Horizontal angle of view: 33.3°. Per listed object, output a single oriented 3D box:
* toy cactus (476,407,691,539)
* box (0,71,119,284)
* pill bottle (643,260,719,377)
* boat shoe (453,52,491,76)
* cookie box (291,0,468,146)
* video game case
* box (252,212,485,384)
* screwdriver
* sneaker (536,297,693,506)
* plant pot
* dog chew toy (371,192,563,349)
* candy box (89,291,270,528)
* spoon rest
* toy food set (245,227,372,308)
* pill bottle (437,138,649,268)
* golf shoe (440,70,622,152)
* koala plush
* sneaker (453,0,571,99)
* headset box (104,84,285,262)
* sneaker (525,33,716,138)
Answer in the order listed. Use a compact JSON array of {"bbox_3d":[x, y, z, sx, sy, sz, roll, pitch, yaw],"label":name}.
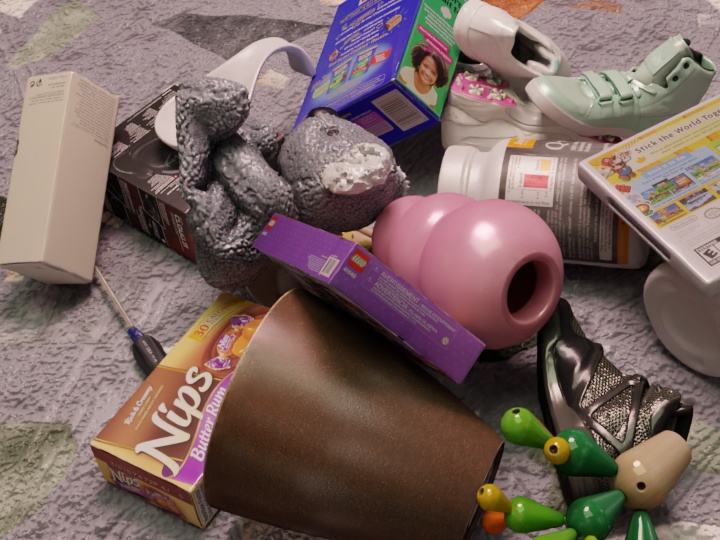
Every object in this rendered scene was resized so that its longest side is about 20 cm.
[{"bbox_3d":[0.180,0.179,0.886,0.164,0.103,0.201,-30,75,-30],"label":"toy cactus"},{"bbox_3d":[-0.307,-0.093,1.229,0.067,0.082,0.204,-2,73,29],"label":"box"},{"bbox_3d":[0.352,-0.006,1.057,0.199,0.114,0.113,-36,49,-24],"label":"pill bottle"},{"bbox_3d":[0.084,-0.254,1.398,0.198,0.067,0.073,28,55,33],"label":"boat shoe"},{"bbox_3d":[0.028,-0.228,1.297,0.170,0.075,0.202,-20,43,45],"label":"cookie box"},{"bbox_3d":[0.319,-0.077,1.036,0.198,0.023,0.182,-26,47,-14],"label":"video game case"},{"bbox_3d":[0.001,0.017,0.966,0.039,0.136,0.200,-54,23,-5],"label":"box"},{"bbox_3d":[-0.231,0.051,1.179,0.029,0.028,0.200,-50,48,2],"label":"screwdriver"},{"bbox_3d":[0.207,0.102,1.005,0.112,0.077,0.201,-8,45,-2],"label":"sneaker"},{"bbox_3d":[0.006,0.137,0.948,0.197,0.189,0.188,21,51,14],"label":"plant pot"},{"bbox_3d":[0.082,-0.011,1.040,0.124,0.126,0.199,-33,33,-22],"label":"dog chew toy"},{"bbox_3d":[-0.130,0.118,1.067,0.115,0.057,0.200,19,50,27],"label":"candy box"},{"bbox_3d":[-0.132,-0.189,1.268,0.099,0.061,0.199,27,53,34],"label":"spoon rest"},{"bbox_3d":[0.000,0.000,1.158,0.198,0.061,0.143,26,55,32],"label":"toy food set"},{"bbox_3d":[0.178,-0.066,1.151,0.197,0.118,0.117,6,46,16],"label":"pill bottle"},{"bbox_3d":[0.177,-0.141,1.267,0.197,0.093,0.076,18,29,-2],"label":"golf shoe"},{"bbox_3d":[-0.055,-0.078,1.111,0.196,0.177,0.187,-4,81,6],"label":"koala plush"},{"bbox_3d":[0.182,-0.221,1.275,0.088,0.199,0.076,25,96,39],"label":"sneaker"},{"bbox_3d":[-0.179,-0.103,1.288,0.198,0.078,0.149,27,55,32],"label":"headset box"},{"bbox_3d":[0.264,-0.196,1.205,0.197,0.119,0.074,6,40,-28],"label":"sneaker"}]
